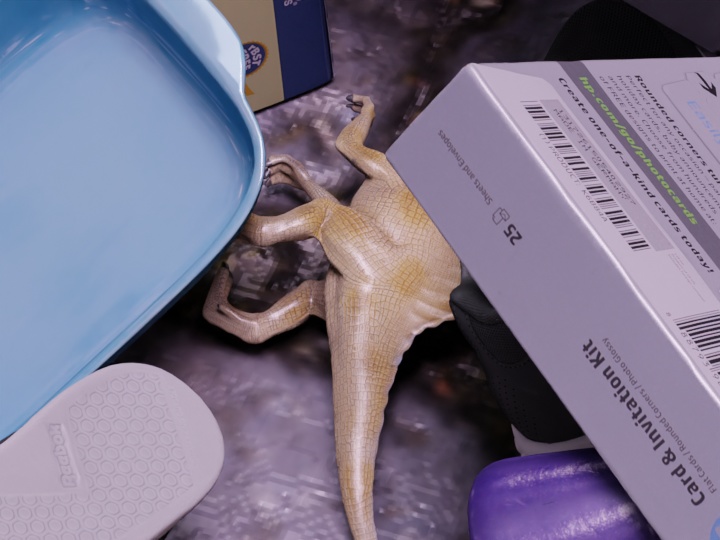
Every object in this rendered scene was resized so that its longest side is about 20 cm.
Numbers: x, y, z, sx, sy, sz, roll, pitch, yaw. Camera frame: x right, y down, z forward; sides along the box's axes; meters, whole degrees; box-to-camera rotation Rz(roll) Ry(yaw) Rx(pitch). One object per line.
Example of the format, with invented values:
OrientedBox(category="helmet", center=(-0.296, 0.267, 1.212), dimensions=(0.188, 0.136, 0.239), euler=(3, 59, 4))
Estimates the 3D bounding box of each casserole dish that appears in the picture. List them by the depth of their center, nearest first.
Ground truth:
OrientedBox(category="casserole dish", center=(-0.114, -0.012, 0.865), dimensions=(0.200, 0.039, 0.121), euler=(-43, 73, 4))

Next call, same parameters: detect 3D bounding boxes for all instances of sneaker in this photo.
OrientedBox(category="sneaker", center=(-0.127, 0.102, 0.761), dimensions=(0.071, 0.099, 0.200), euler=(48, 42, 12))
OrientedBox(category="sneaker", center=(0.074, -0.028, 0.846), dimensions=(0.074, 0.085, 0.201), euler=(-16, 41, 23))

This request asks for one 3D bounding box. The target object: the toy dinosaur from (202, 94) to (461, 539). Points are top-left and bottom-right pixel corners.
OrientedBox(category="toy dinosaur", center=(0.000, 0.000, 0.880), dimensions=(0.101, 0.058, 0.200), euler=(12, 53, 13))

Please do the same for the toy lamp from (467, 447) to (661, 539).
OrientedBox(category="toy lamp", center=(0.000, 0.099, 0.738), dimensions=(0.199, 0.058, 0.058), euler=(-26, 46, 24))

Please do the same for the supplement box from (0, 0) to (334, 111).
OrientedBox(category="supplement box", center=(-0.140, -0.144, 0.960), dimensions=(0.199, 0.135, 0.200), euler=(-22, 52, -12))

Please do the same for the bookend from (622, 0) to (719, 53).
OrientedBox(category="bookend", center=(0.153, -0.141, 0.838), dimensions=(0.198, 0.092, 0.200), euler=(31, 45, 3))

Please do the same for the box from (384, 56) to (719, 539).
OrientedBox(category="box", center=(0.114, 0.009, 0.752), dimensions=(0.200, 0.041, 0.156), euler=(-9, 59, -55))
